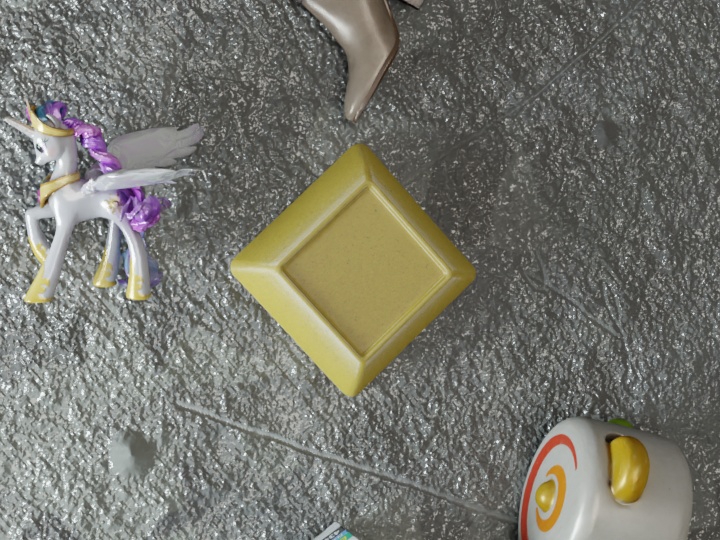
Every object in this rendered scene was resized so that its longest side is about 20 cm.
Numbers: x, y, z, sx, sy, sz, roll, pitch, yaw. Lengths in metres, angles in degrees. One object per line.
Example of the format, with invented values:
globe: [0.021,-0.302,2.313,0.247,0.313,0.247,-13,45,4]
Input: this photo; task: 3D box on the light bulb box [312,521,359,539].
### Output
light bulb box: [-0.034,0.402,1.576,0.198,0.125,0.200,-35,99,-11]

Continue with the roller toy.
roller toy: [0.251,0.251,1.615,0.140,0.200,0.183,15,94,-14]

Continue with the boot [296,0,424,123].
boot: [-0.020,-0.274,1.597,0.146,0.070,0.200,28,83,-8]

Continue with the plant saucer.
plant saucer: [0.000,0.000,1.614,0.200,0.048,0.200,-44,101,-10]

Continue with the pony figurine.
pony figurine: [-0.248,-0.073,1.507,0.193,0.167,0.200,-1,107,-7]
